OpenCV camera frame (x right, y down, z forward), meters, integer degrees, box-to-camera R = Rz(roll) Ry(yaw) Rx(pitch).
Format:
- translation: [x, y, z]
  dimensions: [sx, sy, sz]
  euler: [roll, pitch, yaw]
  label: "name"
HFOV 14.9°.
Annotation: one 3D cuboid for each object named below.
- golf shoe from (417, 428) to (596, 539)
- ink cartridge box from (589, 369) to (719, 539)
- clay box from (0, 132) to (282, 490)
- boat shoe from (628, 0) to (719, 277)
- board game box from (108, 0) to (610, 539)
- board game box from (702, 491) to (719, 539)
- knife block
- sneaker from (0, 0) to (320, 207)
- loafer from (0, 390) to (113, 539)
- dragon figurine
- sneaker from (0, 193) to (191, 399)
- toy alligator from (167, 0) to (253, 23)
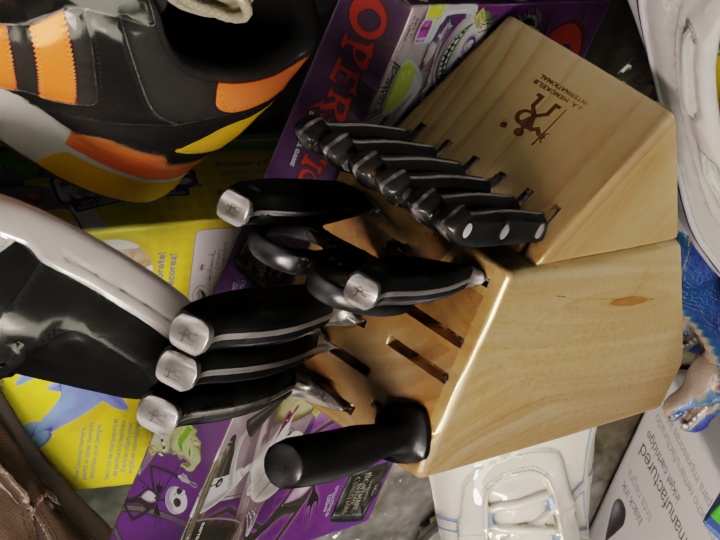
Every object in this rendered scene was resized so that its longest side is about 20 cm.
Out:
- translation: [0.060, 0.091, 0.980]
  dimensions: [0.078, 0.097, 0.200]
  euler: [-13, 134, -9]
  label: "golf shoe"
- translation: [0.139, 0.158, 1.042]
  dimensions: [0.083, 0.145, 0.200]
  euler: [2, 131, -22]
  label: "ink cartridge box"
- translation: [-0.111, 0.018, 0.872]
  dimensions: [0.199, 0.048, 0.115]
  euler: [-4, 132, -18]
  label: "clay box"
- translation: [0.134, -0.029, 0.814]
  dimensions: [0.074, 0.086, 0.202]
  euler: [-23, 139, 1]
  label: "boat shoe"
- translation: [0.000, 0.000, 0.850]
  dimensions: [0.120, 0.032, 0.200]
  euler: [-16, 134, -59]
  label: "board game box"
- translation: [0.189, 0.018, 0.916]
  dimensions: [0.135, 0.034, 0.200]
  euler: [-49, 176, 24]
  label: "board game box"
- translation: [0.017, 0.023, 0.801]
  dimensions: [0.176, 0.064, 0.200]
  euler: [-46, 153, -21]
  label: "knife block"
- translation: [-0.099, -0.082, 0.752]
  dimensions: [0.090, 0.070, 0.200]
  euler: [-32, 145, 33]
  label: "sneaker"
- translation: [-0.123, 0.082, 0.840]
  dimensions: [0.073, 0.071, 0.200]
  euler: [-35, 133, 12]
  label: "loafer"
- translation: [0.134, -0.031, 0.920]
  dimensions: [0.099, 0.059, 0.200]
  euler: [9, 128, -30]
  label: "dragon figurine"
- translation: [-0.150, 0.026, 0.749]
  dimensions: [0.199, 0.112, 0.073]
  euler: [21, 160, -11]
  label: "sneaker"
- translation: [-0.107, -0.124, 0.691]
  dimensions: [0.199, 0.054, 0.059]
  euler: [24, 152, 4]
  label: "toy alligator"
